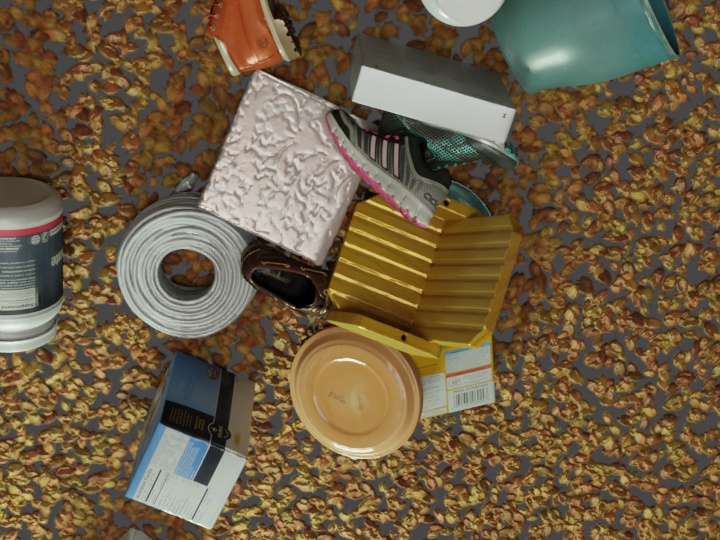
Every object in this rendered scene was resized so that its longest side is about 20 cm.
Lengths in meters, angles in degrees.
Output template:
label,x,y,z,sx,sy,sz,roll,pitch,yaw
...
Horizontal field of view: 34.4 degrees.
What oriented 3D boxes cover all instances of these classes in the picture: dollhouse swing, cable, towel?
label,x,y,z,sx,sy,sz,roll,pitch,yaw
dollhouse swing,0.077,-0.007,1.472,0.180,0.176,0.202,21,80,-12
cable,-0.232,-0.005,1.588,0.199,0.069,0.201,-35,111,12
towel,-0.093,-0.135,1.529,0.189,0.032,0.202,24,93,-12

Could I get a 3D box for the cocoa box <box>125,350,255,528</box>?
label,x,y,z,sx,sy,sz,roll,pitch,yaw
cocoa box,-0.234,0.231,1.621,0.130,0.201,0.134,23,112,-12

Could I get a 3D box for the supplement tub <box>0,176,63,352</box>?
label,x,y,z,sx,sy,sz,roll,pitch,yaw
supplement tub,-0.463,-0.010,1.536,0.138,0.141,0.203,4,114,-5

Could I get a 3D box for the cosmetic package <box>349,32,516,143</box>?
label,x,y,z,sx,sy,sz,roll,pitch,yaw
cosmetic package,0.086,-0.231,1.459,0.197,0.151,0.052,15,113,-8

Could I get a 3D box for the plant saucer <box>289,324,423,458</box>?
label,x,y,z,sx,sy,sz,roll,pitch,yaw
plant saucer,-0.010,0.172,1.632,0.198,0.032,0.203,7,109,20

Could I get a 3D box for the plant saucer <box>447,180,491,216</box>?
label,x,y,z,sx,sy,sz,roll,pitch,yaw
plant saucer,0.089,-0.038,1.612,0.197,0.027,0.203,-1,114,-3

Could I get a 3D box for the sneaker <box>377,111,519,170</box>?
label,x,y,z,sx,sy,sz,roll,pitch,yaw
sneaker,0.111,-0.165,1.531,0.198,0.078,0.092,22,109,-3

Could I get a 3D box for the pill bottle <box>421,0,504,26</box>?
label,x,y,z,sx,sy,sz,roll,pitch,yaw
pill bottle,0.118,-0.354,1.378,0.110,0.201,0.114,-1,115,-3

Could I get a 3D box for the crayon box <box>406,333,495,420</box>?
label,x,y,z,sx,sy,sz,roll,pitch,yaw
crayon box,0.122,0.108,1.639,0.124,0.052,0.202,-12,124,-8

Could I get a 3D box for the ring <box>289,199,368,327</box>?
label,x,y,z,sx,sy,sz,roll,pitch,yaw
ring,0.000,0.000,1.601,0.197,0.019,0.203,-1,114,-3

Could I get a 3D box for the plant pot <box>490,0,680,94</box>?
label,x,y,z,sx,sy,sz,roll,pitch,yaw
plant pot,0.264,-0.314,1.419,0.186,0.201,0.201,-22,114,24

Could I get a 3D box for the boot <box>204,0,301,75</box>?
label,x,y,z,sx,sy,sz,roll,pitch,yaw
boot,-0.158,-0.339,1.445,0.106,0.075,0.202,-18,114,11

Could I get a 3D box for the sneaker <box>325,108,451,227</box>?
label,x,y,z,sx,sy,sz,roll,pitch,yaw
sneaker,0.039,-0.146,1.474,0.087,0.074,0.200,-44,70,-4

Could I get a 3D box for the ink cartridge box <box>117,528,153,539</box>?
label,x,y,z,sx,sy,sz,roll,pitch,yaw
ink cartridge box,-0.368,0.522,1.807,0.145,0.084,0.200,41,106,-18

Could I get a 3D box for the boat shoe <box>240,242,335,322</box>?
label,x,y,z,sx,sy,sz,roll,pitch,yaw
boat shoe,-0.070,0.029,1.554,0.198,0.070,0.071,20,104,-21

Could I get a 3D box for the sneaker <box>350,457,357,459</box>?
label,x,y,z,sx,sy,sz,roll,pitch,yaw
sneaker,-0.007,0.178,1.682,0.080,0.075,0.202,20,111,-2
